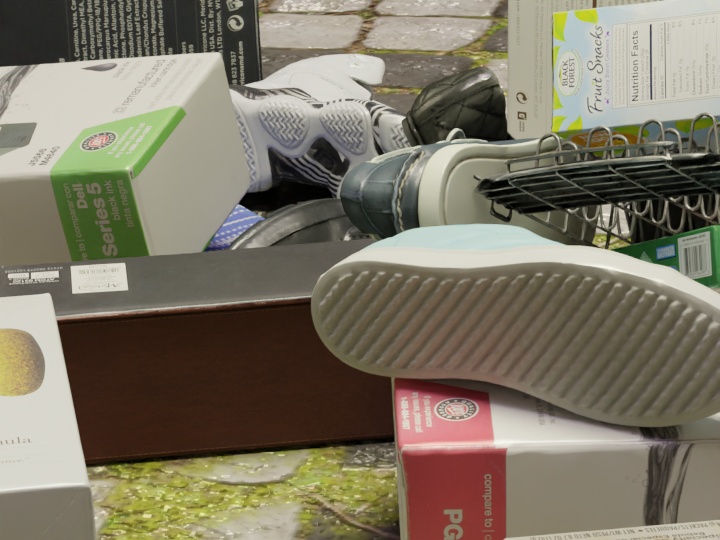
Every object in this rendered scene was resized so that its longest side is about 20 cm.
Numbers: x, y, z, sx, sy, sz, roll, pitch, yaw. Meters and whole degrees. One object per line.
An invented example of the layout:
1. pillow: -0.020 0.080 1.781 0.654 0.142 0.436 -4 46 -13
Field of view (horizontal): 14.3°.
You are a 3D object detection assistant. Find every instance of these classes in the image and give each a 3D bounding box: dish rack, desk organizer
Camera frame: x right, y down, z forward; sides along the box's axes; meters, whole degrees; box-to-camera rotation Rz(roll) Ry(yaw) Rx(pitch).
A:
1. dish rack: 0.154 -0.039 1.338 0.153 0.055 0.200 -7 -16 34
2. desk organizer: -0.074 0.039 1.362 0.200 0.077 0.072 -4 21 -7

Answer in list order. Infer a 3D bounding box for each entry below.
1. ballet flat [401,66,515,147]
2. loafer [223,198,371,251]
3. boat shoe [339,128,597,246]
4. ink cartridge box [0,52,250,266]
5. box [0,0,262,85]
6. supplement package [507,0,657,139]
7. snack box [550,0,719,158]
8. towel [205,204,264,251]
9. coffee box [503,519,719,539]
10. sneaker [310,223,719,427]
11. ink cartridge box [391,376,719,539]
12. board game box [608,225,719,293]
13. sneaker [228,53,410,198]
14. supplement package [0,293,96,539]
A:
1. ballet flat: 0.085 -0.049 1.497 0.057 0.067 0.200 -30 -27 15
2. loafer: 0.000 0.000 1.464 0.200 0.068 0.070 -18 48 -44
3. boat shoe: 0.058 -0.030 1.389 0.062 0.075 0.200 6 6 28
4. ink cartridge box: -0.179 -0.045 1.514 0.200 0.084 0.146 -3 27 19
5. box: -0.178 -0.181 1.868 0.200 0.118 0.197 -7 22 -11
6. supplement package: 0.202 -0.136 1.727 0.200 0.120 0.121 9 23 23
7. snack box: 0.216 -0.087 1.387 0.200 0.068 0.169 -6 -13 28
8. towel: -0.106 -0.012 1.566 0.145 0.024 0.200 -14 25 -30
9. coffee box: 0.125 0.168 1.024 0.113 0.080 0.200 -4 22 -9
10. sneaker: 0.082 0.010 1.208 0.200 0.074 0.082 11 28 26
11. ink cartridge box: 0.115 0.079 1.244 0.200 0.085 0.146 -3 22 1
12. board game box: 0.159 0.009 1.343 0.134 0.029 0.200 2 -8 -31
13. sneaker: 0.004 -0.079 1.656 0.200 0.075 0.115 13 25 29
14. supplement package: -0.171 0.098 1.176 0.114 0.110 0.200 -5 22 -10
